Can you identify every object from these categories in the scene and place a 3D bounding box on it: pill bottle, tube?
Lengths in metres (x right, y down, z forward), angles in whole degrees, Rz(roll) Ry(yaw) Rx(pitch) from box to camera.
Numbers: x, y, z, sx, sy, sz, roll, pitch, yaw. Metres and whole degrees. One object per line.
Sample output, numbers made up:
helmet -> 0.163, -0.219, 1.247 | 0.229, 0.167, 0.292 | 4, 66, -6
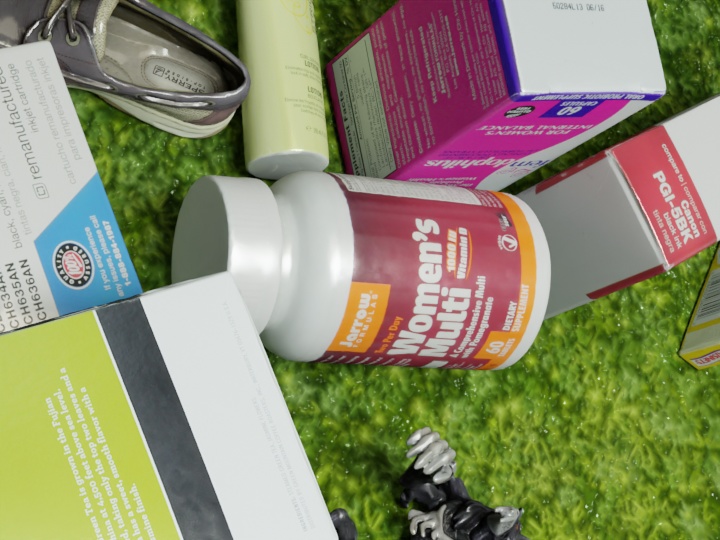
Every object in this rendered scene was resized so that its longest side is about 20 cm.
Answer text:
pill bottle -> 0.000, 0.000, 0.854 | 0.200, 0.110, 0.110 | 4, 73, -27
tube -> -0.052, -0.157, 0.909 | 0.052, 0.058, 0.200 | -2, 73, -12

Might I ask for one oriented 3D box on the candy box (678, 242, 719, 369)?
candy box -> 0.290, -0.027, 1.021 | 0.026, 0.102, 0.200 | 37, 61, -19

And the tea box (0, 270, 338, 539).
tea box -> -0.154, 0.111, 0.658 | 0.197, 0.200, 0.134 | -16, 79, -34

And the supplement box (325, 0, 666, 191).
supplement box -> 0.072, -0.114, 0.875 | 0.101, 0.200, 0.104 | -5, 78, -28

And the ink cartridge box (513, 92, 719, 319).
ink cartridge box -> 0.202, -0.055, 0.957 | 0.200, 0.147, 0.083 | -26, 89, -31

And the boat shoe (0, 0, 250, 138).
boat shoe -> -0.154, -0.135, 0.840 | 0.200, 0.065, 0.072 | 22, 66, -20

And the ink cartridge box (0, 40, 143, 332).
ink cartridge box -> -0.235, -0.002, 0.708 | 0.200, 0.145, 0.147 | -17, 83, -31

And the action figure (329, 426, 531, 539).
action figure -> 0.031, 0.158, 0.828 | 0.200, 0.102, 0.119 | -9, 68, -28
